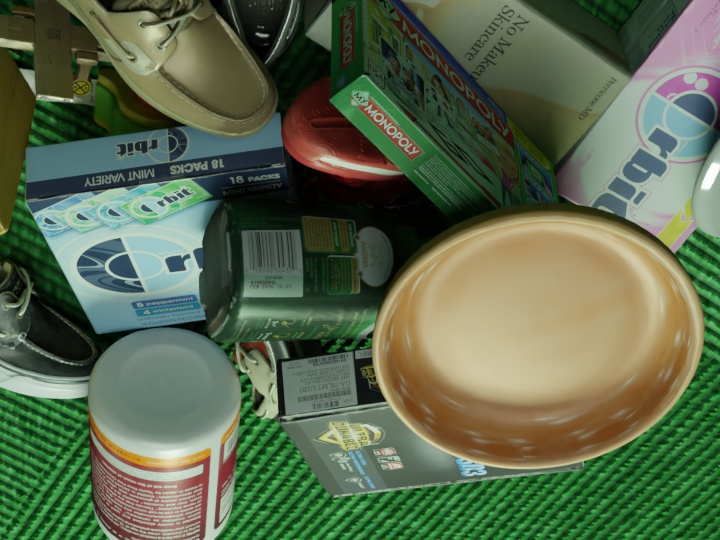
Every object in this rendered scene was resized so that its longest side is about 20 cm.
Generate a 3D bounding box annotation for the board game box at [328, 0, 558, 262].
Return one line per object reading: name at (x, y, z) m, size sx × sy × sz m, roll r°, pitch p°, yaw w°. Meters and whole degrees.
board game box at (0.056, -0.083, 0.962) m, size 0.029 × 0.135 × 0.200 m, roll -34°, pitch 122°, yaw 24°

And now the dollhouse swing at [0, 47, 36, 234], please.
dollhouse swing at (-0.342, -0.097, 0.996) m, size 0.199 × 0.183 × 0.176 m, roll -21°, pitch 132°, yaw 20°

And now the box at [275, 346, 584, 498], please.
box at (0.055, 0.103, 1.103) m, size 0.196 × 0.050 × 0.200 m, roll -6°, pitch 156°, yaw 6°

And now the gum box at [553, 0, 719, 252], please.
gum box at (0.224, -0.121, 1.074) m, size 0.113 × 0.066 × 0.200 m, roll 27°, pitch 119°, yaw -19°

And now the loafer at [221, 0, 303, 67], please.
loafer at (-0.059, -0.223, 0.985) m, size 0.069 × 0.070 × 0.202 m, roll -1°, pitch 125°, yaw -3°

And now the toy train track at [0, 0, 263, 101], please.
toy train track at (-0.161, -0.137, 1.025) m, size 0.198 × 0.115 × 0.033 m, roll 6°, pitch 139°, yaw -19°

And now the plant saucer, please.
plant saucer at (0.105, 0.037, 0.949) m, size 0.198 × 0.038 × 0.202 m, roll -1°, pitch 128°, yaw -1°

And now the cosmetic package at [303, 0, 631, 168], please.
cosmetic package at (0.070, -0.157, 1.038) m, size 0.199 × 0.071 × 0.105 m, roll 28°, pitch 119°, yaw -21°

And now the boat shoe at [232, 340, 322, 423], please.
boat shoe at (-0.062, 0.062, 1.148) m, size 0.062 × 0.072 × 0.200 m, roll -5°, pitch 156°, yaw 3°

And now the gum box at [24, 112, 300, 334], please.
gum box at (-0.123, -0.027, 1.083) m, size 0.168 × 0.045 × 0.200 m, roll -7°, pitch 153°, yaw 2°

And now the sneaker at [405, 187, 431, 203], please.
sneaker at (0.060, 0.010, 1.151) m, size 0.130 × 0.080 × 0.201 m, roll 30°, pitch 108°, yaw -24°

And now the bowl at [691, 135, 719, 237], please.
bowl at (0.327, -0.066, 1.049) m, size 0.200 × 0.091 × 0.202 m, roll -26°, pitch 150°, yaw -16°

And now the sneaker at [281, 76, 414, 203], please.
sneaker at (-0.008, -0.064, 1.044) m, size 0.115 × 0.079 × 0.199 m, roll -43°, pitch 159°, yaw 29°

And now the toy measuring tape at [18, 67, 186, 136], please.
toy measuring tape at (-0.172, -0.104, 1.062) m, size 0.198 × 0.074 × 0.074 m, roll 6°, pitch 124°, yaw -8°

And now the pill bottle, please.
pill bottle at (-0.151, 0.147, 1.199) m, size 0.112 × 0.114 × 0.201 m, roll 3°, pitch 137°, yaw -6°

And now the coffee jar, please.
coffee jar at (0.000, 0.000, 1.022) m, size 0.198 × 0.086 × 0.104 m, roll 1°, pitch 164°, yaw -18°

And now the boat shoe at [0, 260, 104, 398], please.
boat shoe at (-0.269, 0.028, 1.145) m, size 0.199 × 0.072 × 0.071 m, roll 26°, pitch 124°, yaw -18°

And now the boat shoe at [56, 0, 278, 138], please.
boat shoe at (-0.131, -0.157, 0.965) m, size 0.200 × 0.064 × 0.071 m, roll 39°, pitch 75°, yaw -7°
